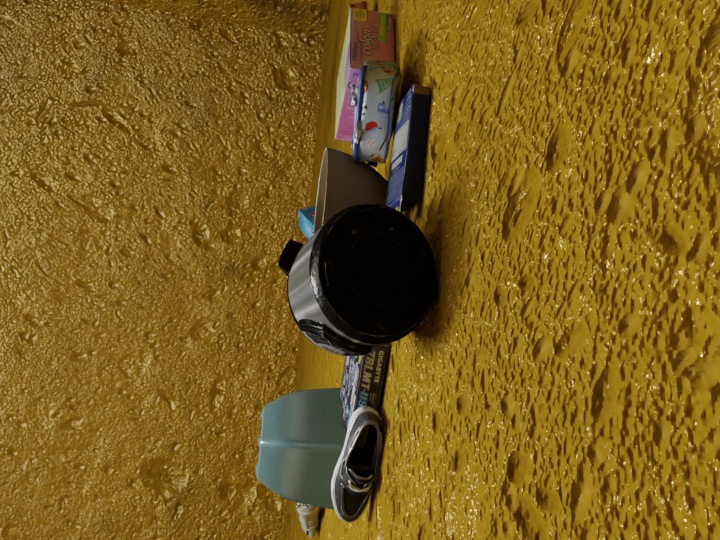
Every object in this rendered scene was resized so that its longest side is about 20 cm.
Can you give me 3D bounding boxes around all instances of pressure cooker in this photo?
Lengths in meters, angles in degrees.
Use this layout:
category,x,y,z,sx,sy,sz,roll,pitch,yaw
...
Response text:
category,x,y,z,sx,sy,sz,roll,pitch,yaw
pressure cooker,-0.007,0.020,0.813,0.200,0.175,0.180,-29,80,66

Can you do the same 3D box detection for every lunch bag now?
category,x,y,z,sx,sy,sz,roll,pitch,yaw
lunch bag,0.026,-0.272,1.048,0.201,0.073,0.164,-73,-9,-64

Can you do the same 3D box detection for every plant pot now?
category,x,y,z,sx,sy,sz,roll,pitch,yaw
plant pot,-0.009,-0.105,1.078,0.200,0.131,0.206,-174,90,-82
plant pot,-0.137,0.399,1.392,0.198,0.194,0.200,-99,17,-60

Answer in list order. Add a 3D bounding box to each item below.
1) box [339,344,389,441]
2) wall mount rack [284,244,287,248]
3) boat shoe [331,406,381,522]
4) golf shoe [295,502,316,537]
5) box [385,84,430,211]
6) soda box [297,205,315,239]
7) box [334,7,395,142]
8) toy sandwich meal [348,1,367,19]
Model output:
category,x,y,z,sx,sy,sz,roll,pitch,yaw
box,0.002,0.189,1.103,0.199,0.048,0.205,-117,34,-73
wall mount rack,-0.032,0.016,1.005,0.173,0.074,0.201,43,169,31
boat shoe,-0.002,0.330,0.996,0.068,0.070,0.205,-117,40,-76
golf shoe,-0.133,0.677,1.666,0.201,0.076,0.099,102,154,-66
box,0.069,-0.164,0.933,0.121,0.032,0.206,170,108,-81
soda box,-0.127,-0.126,1.854,0.200,0.063,0.069,-133,36,-53
box,0.007,-0.407,1.288,0.201,0.094,0.180,108,165,-58
toy sandwich meal,-0.010,-0.584,1.583,0.205,0.068,0.211,-174,90,-81
